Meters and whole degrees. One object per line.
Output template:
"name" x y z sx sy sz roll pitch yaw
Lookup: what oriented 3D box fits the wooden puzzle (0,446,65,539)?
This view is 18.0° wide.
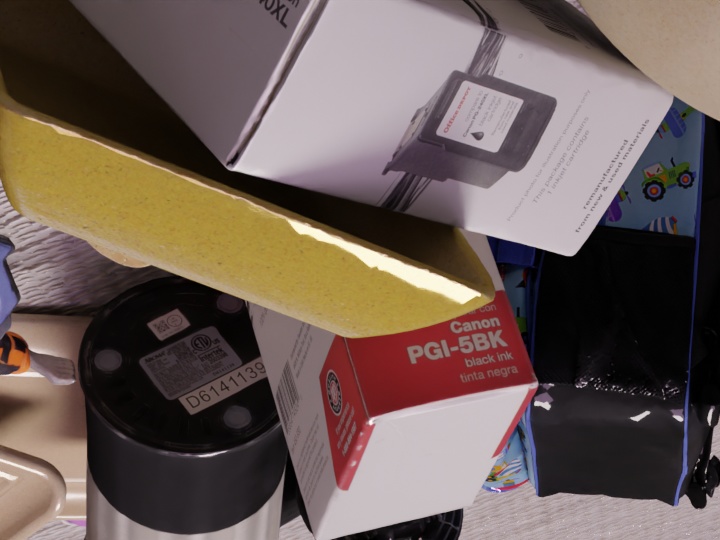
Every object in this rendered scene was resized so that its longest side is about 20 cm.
"wooden puzzle" -0.291 0.118 1.264 0.199 0.037 0.185 27 135 -30

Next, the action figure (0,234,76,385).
"action figure" -0.235 0.063 1.069 0.200 0.104 0.194 -48 144 -11

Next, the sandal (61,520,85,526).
"sandal" -0.100 0.136 1.450 0.201 0.050 0.082 -20 155 10

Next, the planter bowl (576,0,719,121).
"planter bowl" 0.134 -0.160 0.824 0.134 0.201 0.200 22 145 -11

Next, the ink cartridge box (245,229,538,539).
"ink cartridge box" 0.000 0.000 1.042 0.082 0.201 0.147 -11 156 -16

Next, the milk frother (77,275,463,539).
"milk frother" -0.053 0.132 1.209 0.179 0.201 0.189 -11 141 -15

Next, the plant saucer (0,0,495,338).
"plant saucer" -0.066 -0.047 0.857 0.199 0.200 0.049 21 108 -24

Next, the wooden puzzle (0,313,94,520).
"wooden puzzle" -0.168 0.083 1.317 0.184 0.037 0.200 3 145 -26

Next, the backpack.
"backpack" 0.125 0.002 1.147 0.133 0.202 0.183 4 159 7

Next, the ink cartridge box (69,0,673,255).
"ink cartridge box" -0.001 -0.091 0.856 0.199 0.145 0.084 12 115 -47

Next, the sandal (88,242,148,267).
"sandal" -0.102 -0.040 1.022 0.077 0.070 0.212 32 150 0
